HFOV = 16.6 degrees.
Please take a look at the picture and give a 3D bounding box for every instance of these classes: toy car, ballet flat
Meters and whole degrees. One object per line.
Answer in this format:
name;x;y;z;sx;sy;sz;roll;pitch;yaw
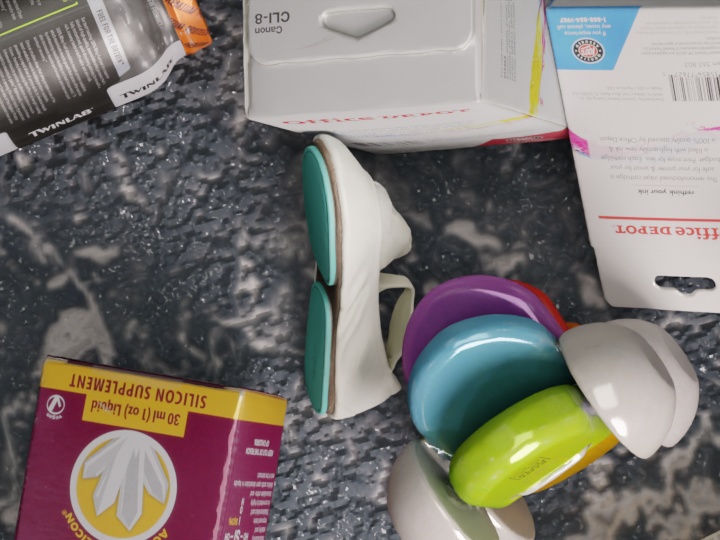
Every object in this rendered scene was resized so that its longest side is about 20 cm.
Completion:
toy car;0.089;0.072;1.428;0.175;0.200;0.151;-36;81;14
ballet flat;0.000;0.000;1.461;0.069;0.070;0.201;1;126;1

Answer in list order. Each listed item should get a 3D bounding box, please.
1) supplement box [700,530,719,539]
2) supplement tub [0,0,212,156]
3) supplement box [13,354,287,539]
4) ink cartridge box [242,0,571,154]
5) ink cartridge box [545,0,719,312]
supplement box;0.220;0.220;1.442;0.199;0.103;0.102;-28;106;3
supplement tub;-0.196;-0.142;1.477;0.199;0.123;0.123;-22;86;-1
supplement box;-0.130;0.160;1.456;0.130;0.103;0.202;8;86;14
ink cartridge box;0.034;-0.150;1.420;0.144;0.200;0.146;-3;87;21
ink cartridge box;0.187;-0.078;1.442;0.114;0.068;0.201;3;123;28
